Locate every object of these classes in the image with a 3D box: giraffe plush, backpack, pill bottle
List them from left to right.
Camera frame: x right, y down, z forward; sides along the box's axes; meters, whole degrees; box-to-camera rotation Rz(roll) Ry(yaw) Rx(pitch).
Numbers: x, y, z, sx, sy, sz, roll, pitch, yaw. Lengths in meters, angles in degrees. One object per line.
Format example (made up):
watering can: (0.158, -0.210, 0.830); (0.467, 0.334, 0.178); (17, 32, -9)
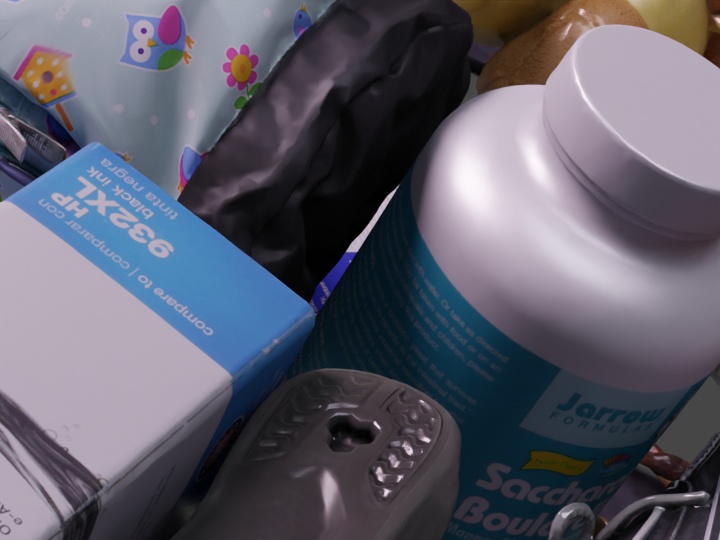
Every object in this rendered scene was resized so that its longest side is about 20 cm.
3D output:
backpack: (-0.080, -0.077, 0.765); (0.200, 0.127, 0.167); (34, 59, 10)
pill bottle: (0.047, 0.020, 0.777); (0.110, 0.200, 0.111); (20, 39, -17)
giraffe plush: (0.063, -0.110, 0.979); (0.200, 0.172, 0.162); (-45, 100, -23)

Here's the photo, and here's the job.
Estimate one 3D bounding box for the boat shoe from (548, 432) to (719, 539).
boat shoe: (0.090, 0.099, 0.740); (0.068, 0.074, 0.200); (4, 34, 18)

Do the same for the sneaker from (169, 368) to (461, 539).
sneaker: (-0.036, 0.119, 0.633); (0.076, 0.115, 0.199); (16, 34, 18)

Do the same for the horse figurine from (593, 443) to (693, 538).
horse figurine: (0.126, 0.103, 0.865); (0.132, 0.050, 0.200); (29, 32, -15)

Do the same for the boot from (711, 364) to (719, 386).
boot: (0.128, -0.004, 0.926); (0.096, 0.074, 0.200); (49, 12, 11)

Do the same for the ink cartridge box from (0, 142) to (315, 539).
ink cartridge box: (-0.116, 0.075, 0.639); (0.084, 0.145, 0.200); (39, 37, 8)

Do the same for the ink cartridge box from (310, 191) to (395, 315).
ink cartridge box: (0.000, 0.000, 0.905); (0.200, 0.037, 0.095); (2, 47, -38)
